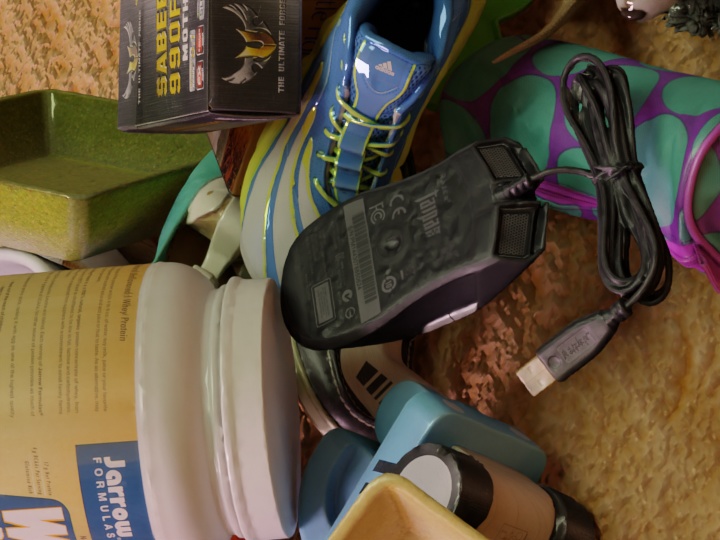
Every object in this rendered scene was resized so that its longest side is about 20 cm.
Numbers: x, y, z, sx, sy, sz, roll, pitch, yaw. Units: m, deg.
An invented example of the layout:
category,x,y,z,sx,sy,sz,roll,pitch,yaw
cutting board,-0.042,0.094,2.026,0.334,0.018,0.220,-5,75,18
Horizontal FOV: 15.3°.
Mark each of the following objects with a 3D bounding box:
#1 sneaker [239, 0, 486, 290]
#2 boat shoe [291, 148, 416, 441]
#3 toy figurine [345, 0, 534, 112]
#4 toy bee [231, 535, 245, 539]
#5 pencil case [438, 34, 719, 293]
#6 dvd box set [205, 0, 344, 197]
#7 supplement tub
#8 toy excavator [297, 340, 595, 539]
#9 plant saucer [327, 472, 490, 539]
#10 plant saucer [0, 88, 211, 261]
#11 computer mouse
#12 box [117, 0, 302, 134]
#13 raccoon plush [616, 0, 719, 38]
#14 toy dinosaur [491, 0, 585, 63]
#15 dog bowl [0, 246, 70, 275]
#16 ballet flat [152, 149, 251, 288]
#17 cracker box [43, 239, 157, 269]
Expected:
category,x,y,z,sx,sy,sz,roll,pitch,yaw
sneaker,-0.006,-0.077,1.258,0.105,0.076,0.201,-27,-38,-82
boat shoe,0.000,0.000,1.381,0.065,0.073,0.201,-39,44,38
toy figurine,-0.006,-0.143,1.435,0.184,0.150,0.201,-32,51,52
toy bee,-0.099,0.170,1.324,0.109,0.199,0.131,-71,17,-4
pencil case,0.123,-0.053,1.250,0.093,0.085,0.200,-51,34,-14
dvd box set,-0.050,-0.158,1.361,0.200,0.029,0.147,112,146,-43
supplement tub,-0.135,0.072,1.260,0.199,0.145,0.145,-5,60,6
toy excavator,0.021,0.080,1.275,0.200,0.100,0.195,38,101,47
plant saucer,0.036,0.212,1.161,0.200,0.200,0.048,-54,2,14
plant saucer,-0.169,-0.052,1.504,0.199,0.200,0.048,12,108,33
computer mouse,0.058,0.006,1.204,0.200,0.046,0.141,-31,54,23
box,-0.074,-0.170,1.302,0.158,0.048,0.201,-179,91,-69
raccoon plush,0.155,-0.200,1.231,0.096,0.134,0.201,-3,67,26
toy dinosaur,0.121,-0.167,1.336,0.101,0.058,0.200,-40,23,33
dog bowl,-0.193,0.093,1.465,0.200,0.079,0.201,-24,56,40
ballet flat,-0.079,0.004,1.391,0.200,0.067,0.070,-63,9,-28
cracker box,-0.159,0.047,1.559,0.134,0.058,0.200,-58,37,10
